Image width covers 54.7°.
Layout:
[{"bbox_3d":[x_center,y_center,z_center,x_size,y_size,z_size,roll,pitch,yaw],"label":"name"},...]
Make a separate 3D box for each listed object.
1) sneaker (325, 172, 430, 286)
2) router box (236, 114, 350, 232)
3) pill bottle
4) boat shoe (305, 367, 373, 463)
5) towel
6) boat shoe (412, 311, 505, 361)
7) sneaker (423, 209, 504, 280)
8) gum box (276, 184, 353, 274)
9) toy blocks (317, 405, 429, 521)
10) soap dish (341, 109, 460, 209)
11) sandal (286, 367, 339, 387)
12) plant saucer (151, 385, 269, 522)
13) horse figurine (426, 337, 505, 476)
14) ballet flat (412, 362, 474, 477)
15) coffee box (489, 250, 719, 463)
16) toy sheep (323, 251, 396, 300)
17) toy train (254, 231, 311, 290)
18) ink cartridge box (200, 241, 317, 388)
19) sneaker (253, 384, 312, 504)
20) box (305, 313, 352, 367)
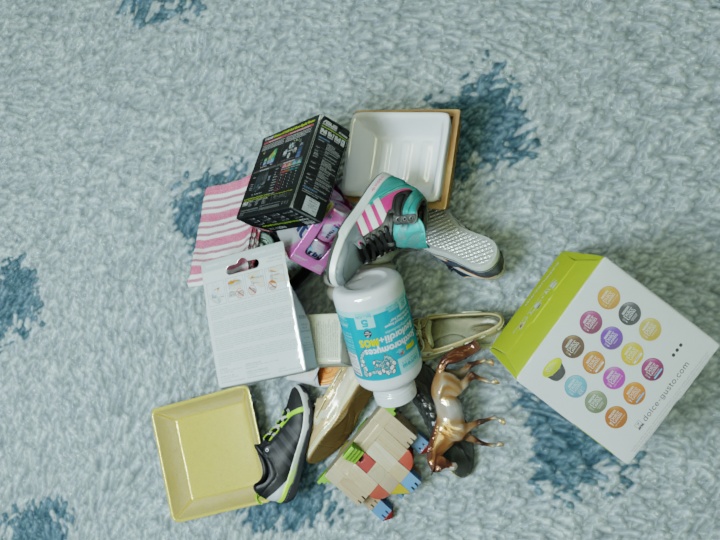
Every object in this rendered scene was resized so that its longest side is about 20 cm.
[{"bbox_3d":[0.041,-0.048,1.037,0.119,0.084,0.202,21,69,27],"label":"sneaker"},{"bbox_3d":[-0.109,-0.146,1.094,0.199,0.062,0.152,-2,68,56],"label":"router box"},{"bbox_3d":[0.032,0.106,1.069,0.109,0.111,0.203,-11,110,13],"label":"pill bottle"},{"bbox_3d":[-0.043,0.233,1.178,0.069,0.073,0.202,42,105,36],"label":"boat shoe"},{"bbox_3d":[-0.234,-0.072,1.212,0.144,0.030,0.203,-13,59,31],"label":"towel"},{"bbox_3d":[0.135,0.101,1.131,0.197,0.063,0.074,-5,63,12],"label":"boat shoe"},{"bbox_3d":[0.153,-0.042,1.146,0.079,0.079,0.199,-50,51,-2],"label":"sneaker"},{"bbox_3d":[-0.082,-0.093,1.141,0.114,0.066,0.201,-55,32,16],"label":"gum box"},{"bbox_3d":[0.041,0.318,1.143,0.136,0.100,0.201,39,96,2],"label":"toy blocks"},{"bbox_3d":[0.070,-0.182,1.150,0.197,0.081,0.160,7,87,31],"label":"soap dish"},{"bbox_3d":[-0.121,0.154,1.204,0.203,0.059,0.081,9,88,15],"label":"sandal"},{"bbox_3d":[-0.257,0.321,1.232,0.197,0.048,0.204,-16,82,13],"label":"plant saucer"},{"bbox_3d":[0.159,0.211,1.100,0.130,0.050,0.204,-6,87,-5],"label":"horse figurine"},{"bbox_3d":[0.132,0.243,1.147,0.066,0.057,0.203,-23,85,-17],"label":"ballet flat"},{"bbox_3d":[0.332,0.110,0.998,0.197,0.200,0.201,36,94,-2],"label":"coffee box"},{"bbox_3d":[0.000,0.000,1.152,0.135,0.138,0.204,5,94,14],"label":"toy sheep"},{"bbox_3d":[-0.175,0.018,1.221,0.114,0.085,0.200,44,97,4],"label":"toy train"},{"bbox_3d":[-0.163,0.071,1.095,0.158,0.047,0.204,-13,83,21],"label":"ink cartridge box"},{"bbox_3d":[-0.134,0.288,1.165,0.081,0.072,0.204,14,73,-18],"label":"sneaker"},{"bbox_3d":[-0.109,0.118,1.138,0.196,0.068,0.084,-3,78,21],"label":"box"}]
